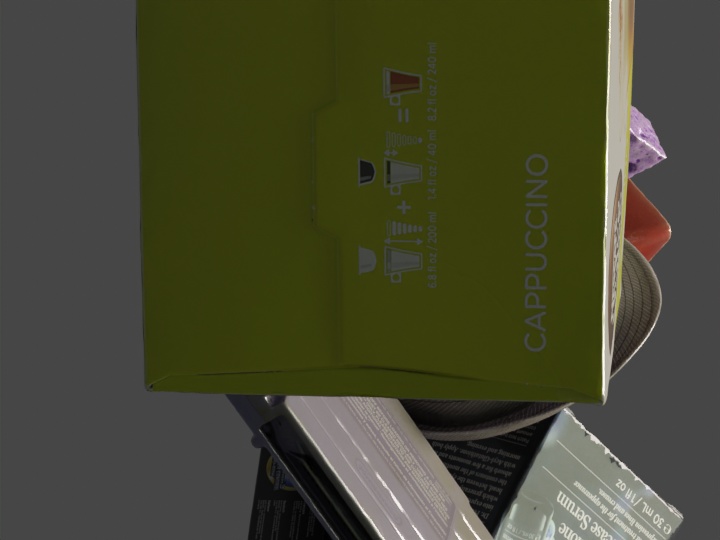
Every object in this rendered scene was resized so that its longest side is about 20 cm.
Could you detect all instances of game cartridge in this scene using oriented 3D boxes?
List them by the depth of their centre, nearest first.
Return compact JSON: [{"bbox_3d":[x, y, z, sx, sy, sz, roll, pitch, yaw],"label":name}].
[{"bbox_3d":[0.003,0.108,1.256,0.200,0.038,0.130,55,17,-14],"label":"game cartridge"}]

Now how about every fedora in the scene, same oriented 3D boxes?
[{"bbox_3d":[0.070,0.003,1.353,0.177,0.200,0.090,48,-18,42],"label":"fedora"}]

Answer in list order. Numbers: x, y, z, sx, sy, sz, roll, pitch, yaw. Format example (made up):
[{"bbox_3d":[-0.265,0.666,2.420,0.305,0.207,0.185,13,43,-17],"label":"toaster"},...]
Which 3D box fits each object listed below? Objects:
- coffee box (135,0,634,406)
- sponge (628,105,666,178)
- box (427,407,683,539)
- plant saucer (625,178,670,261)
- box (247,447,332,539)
[{"bbox_3d":[0.018,-0.063,1.044,0.198,0.199,0.200,-59,150,-74],"label":"coffee box"},{"bbox_3d":[0.048,-0.037,1.227,0.112,0.200,0.030,23,43,-58],"label":"sponge"},{"bbox_3d":[0.083,0.192,1.458,0.148,0.107,0.200,42,71,-37],"label":"box"},{"bbox_3d":[0.092,-0.039,1.621,0.037,0.200,0.200,-31,165,-40],"label":"plant saucer"},{"bbox_3d":[-0.033,0.183,1.328,0.160,0.044,0.200,83,10,-51],"label":"box"}]
